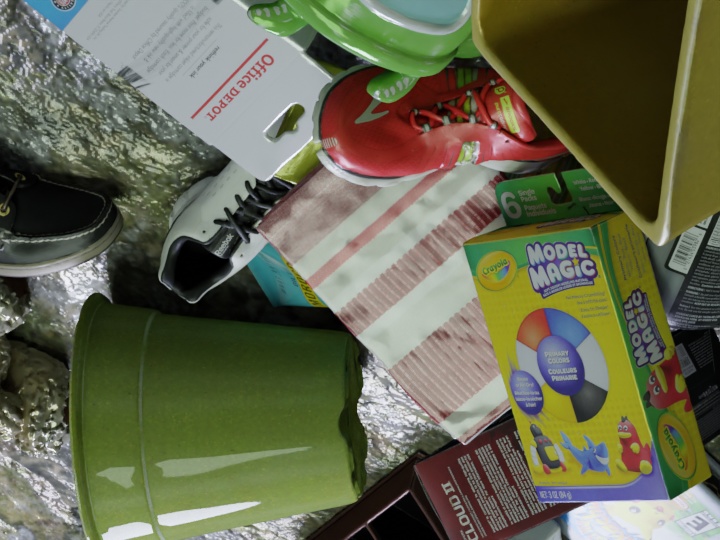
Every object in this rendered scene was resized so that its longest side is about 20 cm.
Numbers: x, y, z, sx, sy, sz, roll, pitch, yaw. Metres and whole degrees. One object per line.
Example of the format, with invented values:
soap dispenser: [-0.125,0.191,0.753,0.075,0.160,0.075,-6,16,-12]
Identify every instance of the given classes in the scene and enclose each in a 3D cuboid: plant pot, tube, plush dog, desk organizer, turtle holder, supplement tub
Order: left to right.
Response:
plush dog: [-0.319,0.096,1.719,0.160,0.172,0.200,3,137,17]
plant pot: [-0.094,0.109,1.665,0.189,0.200,0.200,-4,134,6]
tube: [0.000,0.000,1.592,0.200,0.050,0.078,2,130,39]
desk organizer: [0.011,0.230,1.810,0.072,0.077,0.200,33,136,-15]
turtle holder: [0.031,-0.180,1.331,0.185,0.141,0.132,38,119,-5]
supplement tub: [0.216,-0.068,1.392,0.122,0.123,0.200,17,137,2]
plant pot: [0.194,-0.170,1.224,0.200,0.194,0.196,-22,140,-21]

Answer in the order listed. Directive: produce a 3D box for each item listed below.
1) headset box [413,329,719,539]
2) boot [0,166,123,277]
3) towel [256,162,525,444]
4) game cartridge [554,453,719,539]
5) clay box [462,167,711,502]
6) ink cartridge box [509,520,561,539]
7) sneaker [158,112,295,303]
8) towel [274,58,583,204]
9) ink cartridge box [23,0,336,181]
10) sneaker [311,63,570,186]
headset box: [0.143,0.116,1.561,0.200,0.149,0.077,-29,86,28]
boot: [-0.273,-0.076,1.603,0.199,0.073,0.151,7,137,21]
towel: [0.050,-0.003,1.481,0.144,0.023,0.200,-40,97,15]
game cartridge: [0.204,0.167,1.708,0.200,0.041,0.133,42,137,-23]
clay box: [0.133,0.041,1.412,0.115,0.048,0.201,-8,103,50]
ink cartridge box: [0.087,0.287,1.757,0.044,0.173,0.200,39,158,31]
sneaker: [-0.067,-0.048,1.543,0.074,0.080,0.200,34,129,-12]
towel: [0.045,-0.068,1.495,0.200,0.018,0.086,19,112,-11]
ink cartridge box: [-0.099,-0.160,1.439,0.200,0.067,0.116,38,135,-12]
sneaker: [0.064,-0.097,1.395,0.200,0.077,0.085,-7,176,-31]
